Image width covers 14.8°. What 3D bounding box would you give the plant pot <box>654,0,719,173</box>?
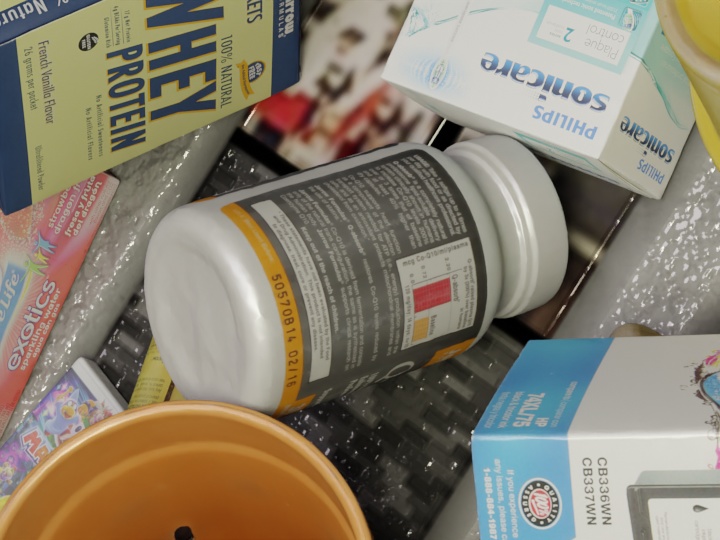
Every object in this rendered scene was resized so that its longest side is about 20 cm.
[{"bbox_3d":[0.234,-0.118,1.316,0.200,0.189,0.202,-9,70,27],"label":"plant pot"}]

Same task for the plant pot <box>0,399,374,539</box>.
[{"bbox_3d":[-0.076,0.180,1.353,0.199,0.140,0.201,-4,67,10],"label":"plant pot"}]

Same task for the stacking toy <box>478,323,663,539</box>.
[{"bbox_3d":[0.102,0.126,1.390,0.200,0.085,0.085,-51,57,13],"label":"stacking toy"}]

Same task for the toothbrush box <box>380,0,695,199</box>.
[{"bbox_3d":[0.122,-0.158,1.456,0.146,0.085,0.201,24,90,33],"label":"toothbrush box"}]

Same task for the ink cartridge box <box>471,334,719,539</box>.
[{"bbox_3d":[0.166,0.117,1.259,0.199,0.146,0.148,-3,105,15],"label":"ink cartridge box"}]

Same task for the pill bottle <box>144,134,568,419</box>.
[{"bbox_3d":[0.000,0.000,1.405,0.116,0.199,0.117,33,131,47],"label":"pill bottle"}]

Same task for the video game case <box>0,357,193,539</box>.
[{"bbox_3d":[-0.183,0.169,1.579,0.200,0.018,0.143,-48,57,10],"label":"video game case"}]

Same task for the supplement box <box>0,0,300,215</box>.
[{"bbox_3d":[-0.164,-0.176,1.548,0.199,0.135,0.200,-26,57,-21],"label":"supplement box"}]

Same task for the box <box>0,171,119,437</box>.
[{"bbox_3d":[-0.240,0.009,1.613,0.102,0.095,0.201,25,89,33],"label":"box"}]

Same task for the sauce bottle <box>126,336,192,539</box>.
[{"bbox_3d":[-0.104,0.098,1.508,0.066,0.066,0.201,10,70,32],"label":"sauce bottle"}]
